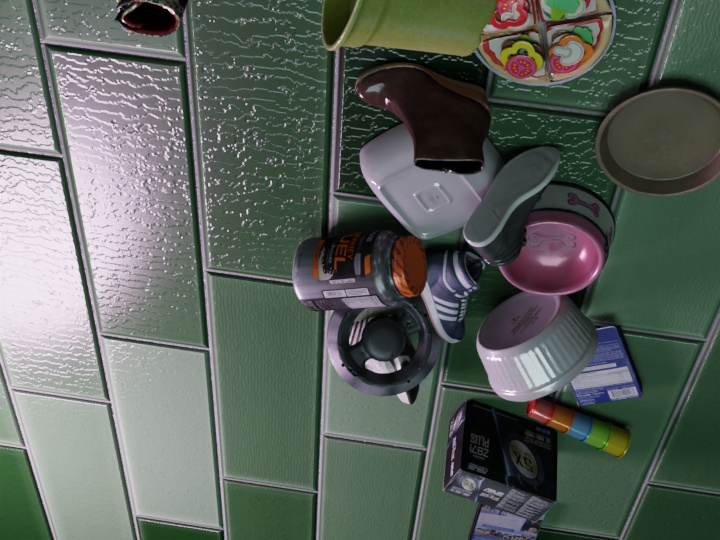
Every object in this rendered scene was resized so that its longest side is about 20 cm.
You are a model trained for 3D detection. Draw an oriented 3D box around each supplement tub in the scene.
[{"bbox_3d":[0.000,0.000,1.757,0.199,0.123,0.123,-6,135,27],"label":"supplement tub"}]

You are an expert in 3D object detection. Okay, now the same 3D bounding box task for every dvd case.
[{"bbox_3d":[0.317,0.549,2.354,0.142,0.018,0.201,10,137,2],"label":"dvd case"}]

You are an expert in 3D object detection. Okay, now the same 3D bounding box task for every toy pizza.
[{"bbox_3d":[0.240,-0.324,1.452,0.199,0.032,0.201,6,136,6],"label":"toy pizza"}]

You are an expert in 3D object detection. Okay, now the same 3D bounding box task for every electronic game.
[{"bbox_3d":[0.041,0.117,1.871,0.198,0.042,0.202,0,96,-3],"label":"electronic game"}]

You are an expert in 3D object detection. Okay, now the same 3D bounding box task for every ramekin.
[{"bbox_3d":[0.282,0.113,1.787,0.201,0.203,0.094,-22,115,30],"label":"ramekin"}]

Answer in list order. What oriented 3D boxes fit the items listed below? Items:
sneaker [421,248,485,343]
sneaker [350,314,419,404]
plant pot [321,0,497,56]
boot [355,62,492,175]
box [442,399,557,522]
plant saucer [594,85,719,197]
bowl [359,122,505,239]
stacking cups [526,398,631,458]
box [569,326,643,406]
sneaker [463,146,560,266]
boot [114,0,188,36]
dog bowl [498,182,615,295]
[{"bbox_3d":[0.167,0.043,1.821,0.108,0.070,0.201,-9,130,23],"label":"sneaker"},{"bbox_3d":[0.035,0.162,1.982,0.115,0.076,0.201,-3,127,25],"label":"sneaker"},{"bbox_3d":[0.068,-0.354,1.361,0.183,0.201,0.201,11,138,-16],"label":"plant pot"},{"bbox_3d":[0.082,-0.209,1.505,0.198,0.167,0.073,8,137,4],"label":"boot"},{"bbox_3d":[0.267,0.360,2.062,0.199,0.164,0.086,21,137,-9],"label":"box"},{"bbox_3d":[0.437,-0.187,1.557,0.198,0.030,0.201,5,136,5],"label":"plant saucer"},{"bbox_3d":[0.113,-0.134,1.648,0.199,0.075,0.200,-22,126,30],"label":"bowl"},{"bbox_3d":[0.409,0.289,2.037,0.199,0.061,0.061,24,135,-11],"label":"stacking cups"},{"bbox_3d":[0.417,0.162,1.920,0.120,0.033,0.200,-11,134,22],"label":"box"},{"bbox_3d":[0.231,-0.092,1.614,0.071,0.200,0.099,31,164,34],"label":"sneaker"},{"bbox_3d":[-0.306,-0.382,1.415,0.202,0.154,0.074,11,137,0],"label":"boot"},{"bbox_3d":[0.299,-0.041,1.705,0.199,0.074,0.201,6,136,6],"label":"dog bowl"}]
